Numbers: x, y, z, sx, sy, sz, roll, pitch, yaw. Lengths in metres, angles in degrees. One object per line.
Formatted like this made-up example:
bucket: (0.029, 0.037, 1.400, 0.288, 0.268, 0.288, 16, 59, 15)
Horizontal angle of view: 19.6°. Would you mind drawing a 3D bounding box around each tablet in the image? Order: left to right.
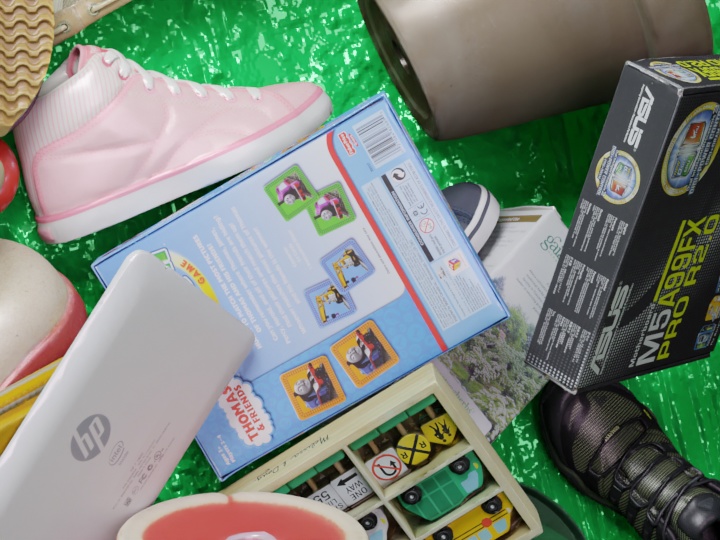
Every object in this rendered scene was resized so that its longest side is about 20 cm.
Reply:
tablet: (-0.141, 0.097, 1.150, 0.201, 0.014, 0.130, -59, 144, -7)

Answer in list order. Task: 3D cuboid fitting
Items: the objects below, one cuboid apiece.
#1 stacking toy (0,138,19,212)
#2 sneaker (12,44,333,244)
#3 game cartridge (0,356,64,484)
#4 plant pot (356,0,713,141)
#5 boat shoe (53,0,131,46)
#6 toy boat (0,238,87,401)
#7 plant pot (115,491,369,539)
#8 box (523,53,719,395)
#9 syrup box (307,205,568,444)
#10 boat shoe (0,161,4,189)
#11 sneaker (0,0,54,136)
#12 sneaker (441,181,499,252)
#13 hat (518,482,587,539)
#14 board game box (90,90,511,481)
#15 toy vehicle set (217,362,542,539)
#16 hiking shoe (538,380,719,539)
stacking toy: (-0.285, -0.092, 1.196, 0.200, 0.085, 0.086, 35, 75, -24)
sneaker: (-0.117, -0.099, 1.258, 0.199, 0.075, 0.105, -24, 101, -17)
game cartridge: (-0.189, 0.157, 1.162, 0.176, 0.032, 0.201, -30, 130, -37)
plant pot: (0.097, -0.170, 1.303, 0.173, 0.200, 0.201, -28, 98, -5)
boat shoe: (-0.107, -0.193, 1.273, 0.200, 0.073, 0.063, -19, 101, -19)
toy boat: (-0.233, 0.081, 1.192, 0.200, 0.130, 0.131, -50, 135, -16)
plant pot: (-0.066, 0.230, 1.169, 0.199, 0.200, 0.178, -3, 105, -22)
box: (0.190, -0.032, 1.275, 0.160, 0.044, 0.201, -10, 123, -50)
syrup box: (0.064, 0.054, 1.319, 0.200, 0.081, 0.079, -46, 108, -19)
boat shoe: (-0.279, -0.003, 1.137, 0.200, 0.065, 0.072, -38, 108, -14)
sneaker: (-0.222, -0.174, 1.212, 0.074, 0.090, 0.201, -1, 88, -19)
sneaker: (0.000, 0.000, 1.298, 0.200, 0.078, 0.080, -45, 109, -17)
hat: (0.120, 0.209, 1.280, 0.200, 0.176, 0.166, -35, 100, -20)
board game box: (-0.035, 0.010, 1.232, 0.199, 0.037, 0.152, -30, 99, 4)
toy vehicle set: (-0.007, 0.156, 1.249, 0.199, 0.027, 0.124, -33, 112, 11)
hiking shoe: (0.199, 0.139, 1.359, 0.076, 0.101, 0.200, -45, 103, -19)
